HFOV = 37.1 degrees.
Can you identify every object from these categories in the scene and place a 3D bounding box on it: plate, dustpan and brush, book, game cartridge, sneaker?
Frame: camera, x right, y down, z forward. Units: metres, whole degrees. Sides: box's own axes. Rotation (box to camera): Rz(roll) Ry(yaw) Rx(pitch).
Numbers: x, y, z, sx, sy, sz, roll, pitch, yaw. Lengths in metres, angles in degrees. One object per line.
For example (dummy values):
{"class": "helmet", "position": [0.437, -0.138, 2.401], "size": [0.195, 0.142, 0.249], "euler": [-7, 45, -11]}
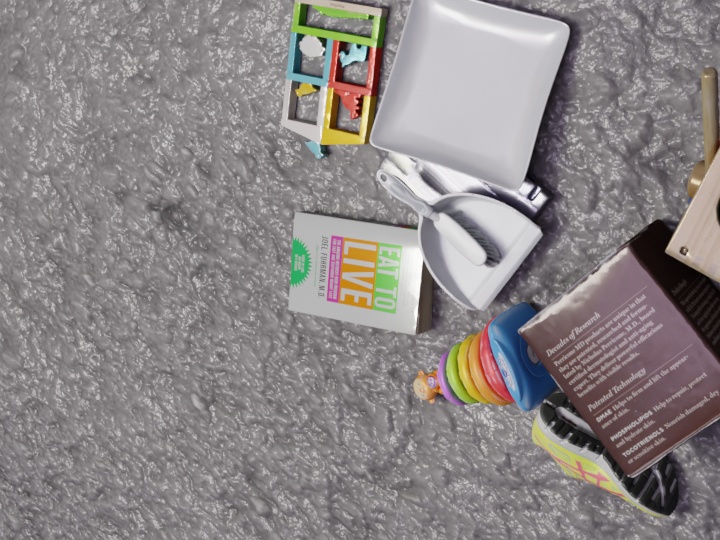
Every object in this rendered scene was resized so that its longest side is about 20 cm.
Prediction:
{"class": "plate", "position": [0.129, -0.216, 1.274], "size": [0.197, 0.032, 0.203], "euler": [19, 96, 18]}
{"class": "dustpan and brush", "position": [0.102, -0.058, 1.294], "size": [0.200, 0.057, 0.140], "euler": [43, 117, 14]}
{"class": "book", "position": [0.000, 0.000, 1.411], "size": [0.197, 0.048, 0.136], "euler": [9, 101, 29]}
{"class": "game cartridge", "position": [0.126, -0.109, 1.323], "size": [0.200, 0.038, 0.130], "euler": [44, 121, 13]}
{"class": "sneaker", "position": [0.290, 0.227, 1.289], "size": [0.199, 0.078, 0.091], "euler": [38, 149, 7]}

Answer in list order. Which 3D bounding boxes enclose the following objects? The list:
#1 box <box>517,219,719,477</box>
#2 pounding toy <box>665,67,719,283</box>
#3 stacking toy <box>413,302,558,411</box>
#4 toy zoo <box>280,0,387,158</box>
{"class": "box", "position": [0.315, 0.081, 1.183], "size": [0.164, 0.165, 0.201], "euler": [-43, 79, 29]}
{"class": "pounding toy", "position": [0.387, -0.093, 1.087], "size": [0.141, 0.199, 0.186], "euler": [31, 113, 19]}
{"class": "stacking toy", "position": [0.138, 0.126, 1.338], "size": [0.198, 0.109, 0.118], "euler": [-22, 92, 41]}
{"class": "toy zoo", "position": [-0.038, -0.245, 1.390], "size": [0.129, 0.020, 0.203], "euler": [15, 107, 25]}
